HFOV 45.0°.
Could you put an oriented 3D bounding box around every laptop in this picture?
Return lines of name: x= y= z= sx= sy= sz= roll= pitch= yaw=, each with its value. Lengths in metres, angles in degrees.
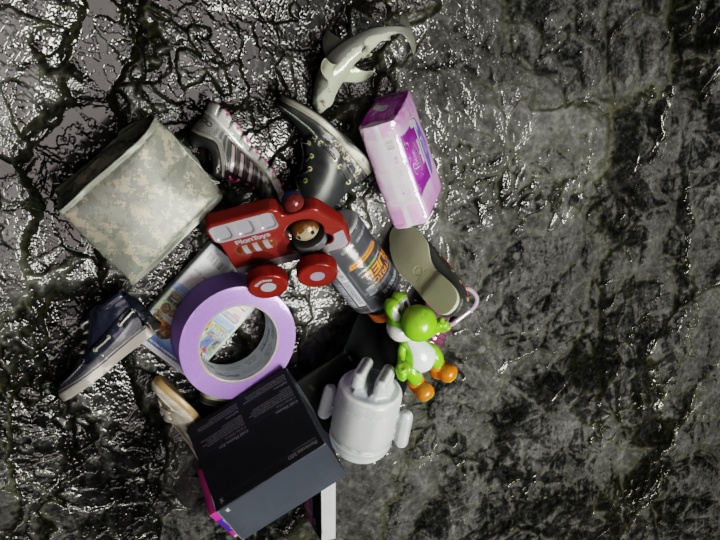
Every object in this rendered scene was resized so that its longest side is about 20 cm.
laptop: x=-0.010 y=0.187 z=1.597 sx=0.199 sy=0.116 sz=0.188 roll=-33 pitch=121 yaw=9

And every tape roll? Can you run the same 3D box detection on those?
tape roll: x=-0.211 y=0.109 z=1.444 sx=0.198 sy=0.066 sz=0.202 roll=-9 pitch=113 yaw=-22

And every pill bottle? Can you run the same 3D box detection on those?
pill bottle: x=0.000 y=0.000 z=1.498 sx=0.106 sy=0.106 sz=0.201 roll=-40 pitch=122 yaw=-6

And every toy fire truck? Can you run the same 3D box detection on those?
toy fire truck: x=-0.122 y=-0.054 z=1.343 sx=0.198 sy=0.113 sz=0.168 roll=-14 pitch=148 yaw=7

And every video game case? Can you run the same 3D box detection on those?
video game case: x=-0.268 y=0.068 z=1.448 sx=0.200 sy=0.018 sz=0.143 roll=-48 pitch=122 yaw=-2

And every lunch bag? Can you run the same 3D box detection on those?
lunch bag: x=-0.324 y=-0.113 z=1.292 sx=0.200 sy=0.118 sz=0.164 roll=-40 pitch=121 yaw=-1

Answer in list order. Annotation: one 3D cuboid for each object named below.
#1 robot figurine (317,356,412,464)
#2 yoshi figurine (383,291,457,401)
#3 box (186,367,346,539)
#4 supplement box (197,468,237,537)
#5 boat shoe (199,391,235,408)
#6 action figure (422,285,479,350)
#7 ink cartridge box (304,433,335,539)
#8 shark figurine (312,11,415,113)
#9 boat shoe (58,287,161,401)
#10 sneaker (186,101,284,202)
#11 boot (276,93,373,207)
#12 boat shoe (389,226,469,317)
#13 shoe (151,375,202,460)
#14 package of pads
robot figurine: x=0.007 y=0.250 z=1.503 sx=0.113 sy=0.168 sz=0.202 roll=-47 pitch=152 yaw=-56
yoshi figurine: x=0.103 y=0.128 z=1.473 sx=0.111 sy=0.113 sz=0.201 roll=-14 pitch=123 yaw=19
box: x=-0.155 y=0.296 z=1.416 sx=0.199 sy=0.183 sz=0.105 roll=-31 pitch=133 yaw=-4
supplement box: x=-0.171 y=0.363 z=1.532 sx=0.199 sy=0.104 sz=0.101 roll=-29 pitch=137 yaw=2
boat shoe: x=-0.192 y=0.244 z=1.523 sx=0.199 sy=0.072 sz=0.067 roll=13 pitch=100 yaw=-34
action figure: x=0.138 y=0.119 z=1.596 sx=0.133 sy=0.148 sz=0.202 roll=30 pitch=82 yaw=-37
ink cartridge box: x=-0.076 y=0.395 z=1.625 sx=0.037 sy=0.095 sz=0.202 roll=-6 pitch=112 yaw=-22
shark figurine: x=-0.012 y=-0.357 z=1.372 sx=0.214 sy=0.090 sz=0.128 roll=-38 pitch=155 yaw=1
boat shoe: x=-0.417 y=0.113 z=1.374 sx=0.199 sy=0.075 sz=0.093 roll=-38 pitch=97 yaw=1
sneaker: x=-0.197 y=-0.162 z=1.360 sx=0.087 sy=0.074 sz=0.200 roll=-41 pitch=117 yaw=-6
boot: x=-0.088 y=-0.171 z=1.408 sx=0.203 sy=0.073 sz=0.154 roll=37 pitch=94 yaw=-32
boat shoe: x=0.117 y=0.000 z=1.520 sx=0.074 sy=0.202 sz=0.063 roll=-44 pitch=151 yaw=17
shoe: x=-0.299 y=0.258 z=1.477 sx=0.053 sy=0.070 sz=0.201 roll=-41 pitch=124 yaw=-15
package of pads: x=0.069 y=-0.184 z=1.448 sx=0.075 sy=0.121 sz=0.201 roll=-7 pitch=123 yaw=24
